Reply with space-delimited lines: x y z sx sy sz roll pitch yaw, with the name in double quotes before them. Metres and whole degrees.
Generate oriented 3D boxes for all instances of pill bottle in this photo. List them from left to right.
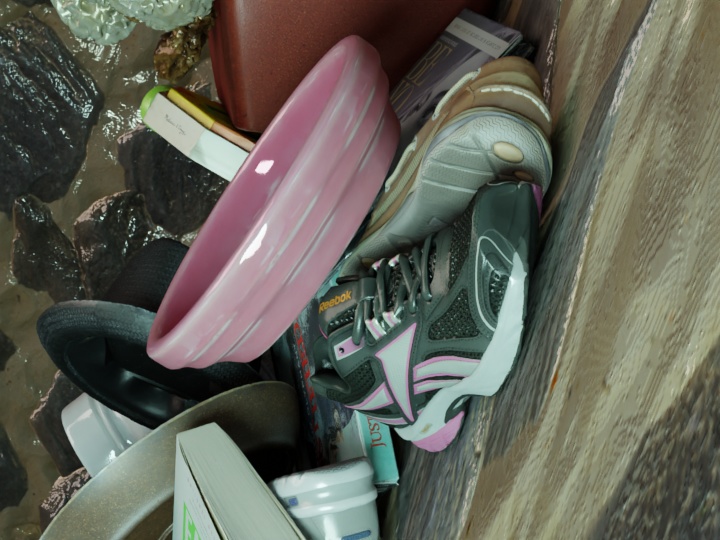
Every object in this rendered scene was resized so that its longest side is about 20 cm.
"pill bottle" -0.113 0.084 1.427 0.199 0.114 0.113 -35 11 4

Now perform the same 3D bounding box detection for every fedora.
"fedora" -0.118 0.042 1.290 0.201 0.199 0.092 122 172 -68

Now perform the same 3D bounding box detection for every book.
"book" -0.071 0.203 1.115 0.134 0.048 0.201 54 150 41

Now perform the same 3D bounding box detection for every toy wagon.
"toy wagon" -0.057 -0.068 1.325 0.155 0.199 0.040 39 103 45

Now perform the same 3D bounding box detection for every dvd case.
"dvd case" -0.020 0.082 1.201 0.200 0.022 0.147 122 138 -70
"dvd case" 0.013 -0.067 1.122 0.200 0.016 0.149 -48 15 4

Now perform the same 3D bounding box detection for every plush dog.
"plush dog" -0.141 -0.214 1.192 0.200 0.160 0.172 52 -174 -50

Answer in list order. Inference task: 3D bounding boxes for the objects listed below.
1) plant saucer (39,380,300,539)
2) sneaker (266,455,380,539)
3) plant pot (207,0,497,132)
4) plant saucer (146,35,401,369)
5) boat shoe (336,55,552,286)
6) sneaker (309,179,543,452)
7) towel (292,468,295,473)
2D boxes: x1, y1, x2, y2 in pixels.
"plant saucer" -0.111 0.146 1.197 0.199 0.035 0.201 -33 -21 -15
"sneaker" -0.038 0.166 1.130 0.200 0.074 0.083 134 124 -70
"plant pot" -0.016 -0.184 1.293 0.200 0.198 0.178 -124 40 -73
"plant saucer" -0.040 -0.028 1.027 0.201 0.051 0.201 -53 12 16
"boat shoe" 0.046 -0.033 0.973 0.200 0.075 0.072 -51 19 52
"sneaker" 0.024 0.025 0.921 0.201 0.086 0.081 115 167 -53
"towel" -0.071 0.144 1.389 0.144 0.024 0.200 -34 7 -1
